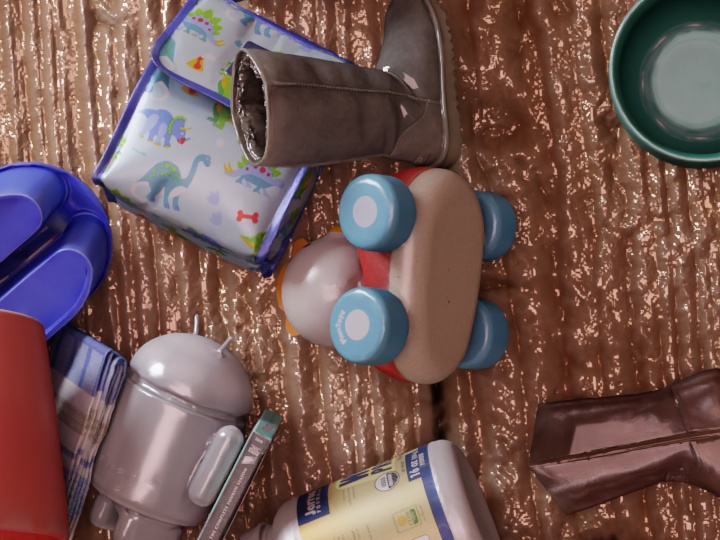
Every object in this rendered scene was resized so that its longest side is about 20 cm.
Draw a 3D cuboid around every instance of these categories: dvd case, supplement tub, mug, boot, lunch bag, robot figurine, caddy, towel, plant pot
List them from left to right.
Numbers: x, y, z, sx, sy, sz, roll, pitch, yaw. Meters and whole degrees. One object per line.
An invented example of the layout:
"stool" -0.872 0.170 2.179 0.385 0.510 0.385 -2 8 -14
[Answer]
"plant pot" -0.331 0.128 1.519 0.198 0.200 0.180 -1 77 9
"caddy" -0.311 -0.002 1.644 0.199 0.105 0.142 -38 105 12
"towel" -0.260 0.153 1.627 0.024 0.147 0.202 16 91 -29
"robot figurine" -0.162 0.141 1.611 0.169 0.112 0.202 25 94 43
"dvd case" -0.122 0.218 1.590 0.022 0.146 0.202 26 94 0
"lunch bag" -0.110 -0.122 1.608 0.169 0.127 0.202 26 81 4
"boot" -0.017 -0.163 1.550 0.198 0.073 0.184 1 64 -27
"supplement tub" 0.012 0.241 1.569 0.198 0.144 0.146 -22 86 7
"boot" 0.248 0.185 1.573 0.198 0.064 0.188 -14 74 5
"mug" 0.297 -0.158 1.546 0.183 0.114 0.154 12 90 8

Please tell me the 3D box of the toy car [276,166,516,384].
"toy car" 0.000 0.000 1.586 0.198 0.183 0.179 4 90 37

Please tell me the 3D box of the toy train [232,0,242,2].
"toy train" -0.084 -0.272 1.565 0.114 0.200 0.086 -13 87 13
